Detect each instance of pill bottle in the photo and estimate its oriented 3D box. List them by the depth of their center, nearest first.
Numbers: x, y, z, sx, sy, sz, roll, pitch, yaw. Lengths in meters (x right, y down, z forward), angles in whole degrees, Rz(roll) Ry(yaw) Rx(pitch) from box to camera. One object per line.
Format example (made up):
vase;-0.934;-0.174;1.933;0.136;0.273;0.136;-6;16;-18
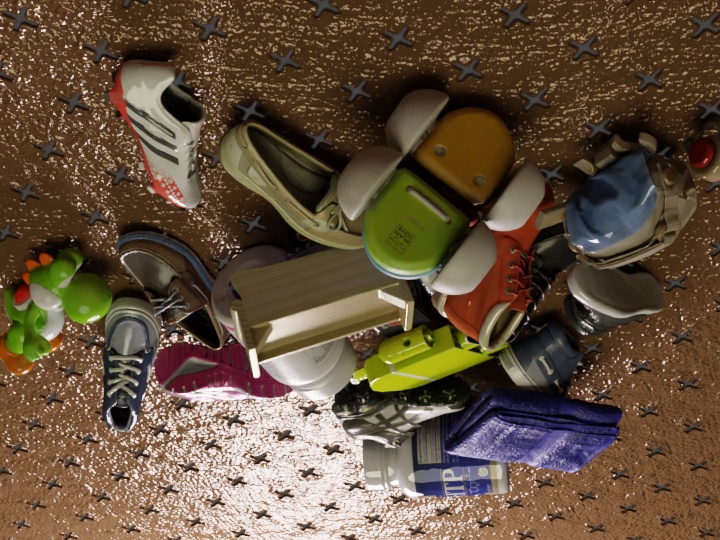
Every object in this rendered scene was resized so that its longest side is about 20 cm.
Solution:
pill bottle;-0.088;0.069;1.526;0.113;0.114;0.200;-14;139;20
pill bottle;0.107;0.260;1.763;0.199;0.120;0.120;-5;142;9

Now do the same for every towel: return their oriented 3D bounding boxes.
towel;0.227;0.216;1.633;0.199;0.050;0.148;11;138;-20

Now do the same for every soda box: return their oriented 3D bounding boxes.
soda box;0.000;0.000;1.474;0.071;0.064;0.200;-24;136;30

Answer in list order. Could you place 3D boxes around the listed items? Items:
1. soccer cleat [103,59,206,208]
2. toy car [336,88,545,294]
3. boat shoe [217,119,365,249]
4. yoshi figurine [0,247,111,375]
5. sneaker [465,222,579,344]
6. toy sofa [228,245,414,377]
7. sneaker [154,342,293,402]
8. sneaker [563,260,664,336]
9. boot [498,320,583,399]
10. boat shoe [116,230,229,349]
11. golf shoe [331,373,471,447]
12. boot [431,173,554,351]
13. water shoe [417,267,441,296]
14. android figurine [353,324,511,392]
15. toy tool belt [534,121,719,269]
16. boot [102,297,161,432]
soccer cleat;-0.193;-0.139;1.300;0.085;0.069;0.201;-5;138;16
toy car;0.074;-0.071;1.284;0.175;0.200;0.150;38;160;1
boat shoe;-0.057;-0.091;1.328;0.200;0.073;0.063;37;155;-18
yoshi figurine;-0.369;0.056;1.536;0.111;0.113;0.200;6;143;-32
sneaker;0.203;0.014;1.449;0.075;0.107;0.200;31;134;-33
toy sofa;-0.045;0.036;1.390;0.199;0.098;0.083;-17;154;-8
sneaker;-0.179;0.132;1.648;0.199;0.082;0.088;6;167;-19
sneaker;0.274;0.039;1.471;0.099;0.071;0.199;-28;159;33
boot;0.262;0.136;1.642;0.090;0.073;0.200;-34;145;12
boat shoe;-0.218;0.027;1.508;0.072;0.073;0.200;-23;136;28
golf shoe;0.063;0.190;1.694;0.199;0.078;0.095;-6;119;24
boot;0.169;-0.007;1.386;0.075;0.107;0.201;14;115;-40
water shoe;0.068;-0.056;1.413;0.079;0.072;0.200;-36;133;-1
android figurine;0.087;0.108;1.581;0.199;0.041;0.182;-23;161;26
toy tool belt;0.285;-0.085;1.307;0.122;0.126;0.200;16;140;-31
boot;-0.298;0.125;1.612;0.072;0.091;0.201;6;142;-5
